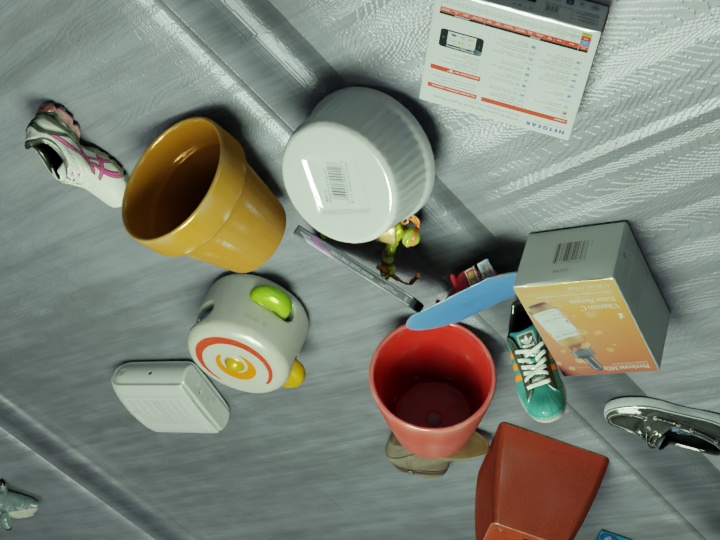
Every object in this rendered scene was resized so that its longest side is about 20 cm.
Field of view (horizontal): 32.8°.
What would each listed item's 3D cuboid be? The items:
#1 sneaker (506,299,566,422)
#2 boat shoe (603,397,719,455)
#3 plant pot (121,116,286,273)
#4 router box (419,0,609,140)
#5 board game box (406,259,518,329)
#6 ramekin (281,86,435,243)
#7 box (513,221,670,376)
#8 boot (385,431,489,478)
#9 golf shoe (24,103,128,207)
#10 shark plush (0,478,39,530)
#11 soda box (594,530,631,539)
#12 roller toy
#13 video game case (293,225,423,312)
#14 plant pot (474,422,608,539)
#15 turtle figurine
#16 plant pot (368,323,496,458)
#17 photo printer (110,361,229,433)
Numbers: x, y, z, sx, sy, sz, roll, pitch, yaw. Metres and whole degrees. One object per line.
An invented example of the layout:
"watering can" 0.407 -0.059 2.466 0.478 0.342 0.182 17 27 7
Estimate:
"sneaker" 0.250 0.129 1.793 0.071 0.201 0.080 -20 134 10
"boat shoe" 0.482 0.254 1.932 0.199 0.066 0.070 11 141 14
"plant pot" -0.212 -0.091 1.777 0.199 0.201 0.183 -12 147 37
"router box" 0.179 -0.260 1.473 0.199 0.049 0.180 17 143 7
"board game box" 0.156 0.029 1.785 0.199 0.039 0.158 -27 163 24
"ramekin" -0.009 -0.134 1.632 0.199 0.098 0.201 17 128 24
"box" 0.329 0.044 1.721 0.152 0.107 0.200 -8 133 33
"boot" 0.140 0.332 2.207 0.199 0.071 0.147 10 147 18
"golf shoe" -0.437 -0.157 1.873 0.072 0.092 0.200 -16 130 38
"shark plush" -0.878 0.538 2.991 0.200 0.091 0.083 41 123 8
"soda box" 0.457 0.576 2.334 0.064 0.068 0.200 18 142 4
"roller toy" -0.188 0.112 2.034 0.181 0.140 0.201 4 140 23
"video game case" 0.000 0.000 1.804 0.199 0.019 0.143 33 180 11
"plant pot" 0.297 0.415 2.130 0.199 0.177 0.200 19 142 5
"turtle figurine" 0.024 -0.072 1.768 0.160 0.065 0.201 18 142 16
"plant pot" 0.117 0.205 1.969 0.199 0.201 0.178 13 150 12
"photo printer" -0.371 0.244 2.343 0.199 0.070 0.167 -4 136 31
